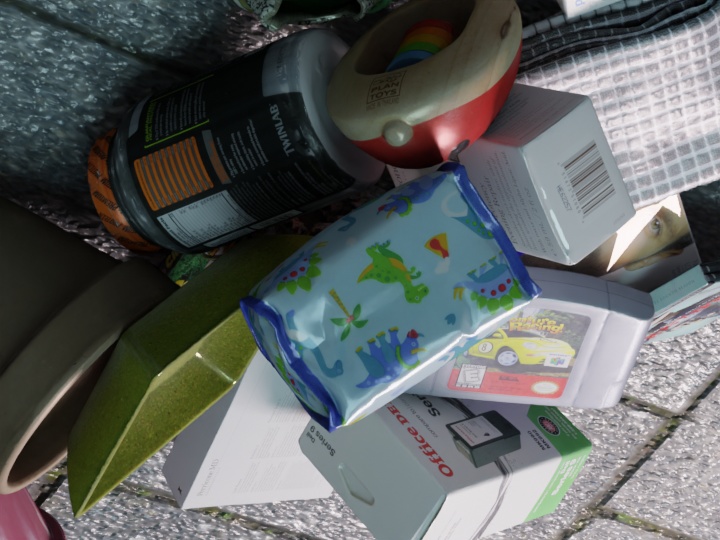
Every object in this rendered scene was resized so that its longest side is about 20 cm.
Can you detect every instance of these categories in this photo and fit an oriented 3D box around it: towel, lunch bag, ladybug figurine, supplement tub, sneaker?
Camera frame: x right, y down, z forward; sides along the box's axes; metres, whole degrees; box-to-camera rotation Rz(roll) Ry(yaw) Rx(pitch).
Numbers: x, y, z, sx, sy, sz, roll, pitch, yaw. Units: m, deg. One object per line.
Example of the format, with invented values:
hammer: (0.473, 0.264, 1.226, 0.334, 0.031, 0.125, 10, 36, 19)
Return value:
towel: (0.188, -0.122, 1.593, 0.199, 0.086, 0.166, -20, 133, -1)
lunch bag: (0.012, 0.018, 1.440, 0.170, 0.200, 0.128, -32, 98, -7)
ladybug figurine: (0.048, -0.128, 1.448, 0.135, 0.200, 0.072, -12, 117, 26)
supplement tub: (-0.090, -0.086, 1.527, 0.199, 0.123, 0.123, -19, 139, 29)
sneaker: (0.005, -0.203, 1.502, 0.199, 0.089, 0.077, -14, 134, -8)

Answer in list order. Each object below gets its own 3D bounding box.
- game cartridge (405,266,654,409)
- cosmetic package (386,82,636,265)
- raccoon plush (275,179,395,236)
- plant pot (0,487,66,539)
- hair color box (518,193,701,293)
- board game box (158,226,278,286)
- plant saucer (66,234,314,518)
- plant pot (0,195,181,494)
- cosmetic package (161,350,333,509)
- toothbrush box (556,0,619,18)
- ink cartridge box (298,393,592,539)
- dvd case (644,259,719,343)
game cartridge: (0.122, 0.051, 1.663, 0.199, 0.041, 0.133, 5, 135, -8)
cosmetic package: (0.095, -0.077, 1.510, 0.074, 0.200, 0.102, -36, 116, -23)
raccoon plush: (0.000, 0.000, 1.644, 0.199, 0.097, 0.134, 9, 134, -13)
plant pot: (-0.340, 0.208, 1.698, 0.199, 0.200, 0.180, -15, 119, -6)
hair color box: (0.163, -0.011, 1.701, 0.199, 0.065, 0.109, -25, 135, 2)
board game box: (-0.089, -0.020, 1.682, 0.105, 0.023, 0.200, 19, 122, -35)
plant saucer: (-0.132, 0.064, 1.548, 0.200, 0.048, 0.200, -40, 168, -42)
plant pot: (-0.253, 0.032, 1.552, 0.200, 0.175, 0.200, -46, 172, -8)
cosmetic package: (-0.062, 0.110, 1.772, 0.150, 0.052, 0.200, -2, 133, -36)
toothbrush box: (0.214, -0.285, 1.503, 0.199, 0.085, 0.147, -20, 135, -1)
ink cartridge box: (0.071, 0.144, 1.750, 0.200, 0.146, 0.084, -12, 140, -48)
dvd case: (0.276, 0.025, 1.762, 0.146, 0.022, 0.200, -33, 164, 35)
